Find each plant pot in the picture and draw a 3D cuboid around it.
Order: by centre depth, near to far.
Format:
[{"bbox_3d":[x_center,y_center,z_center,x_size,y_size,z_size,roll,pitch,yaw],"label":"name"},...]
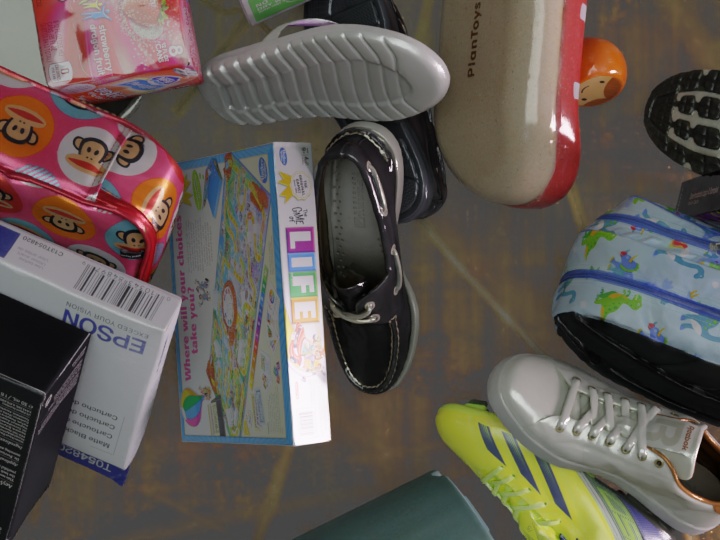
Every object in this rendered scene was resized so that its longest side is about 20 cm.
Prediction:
[{"bbox_3d":[0.007,0.247,1.069,0.195,0.200,0.201,-30,89,-8],"label":"plant pot"}]

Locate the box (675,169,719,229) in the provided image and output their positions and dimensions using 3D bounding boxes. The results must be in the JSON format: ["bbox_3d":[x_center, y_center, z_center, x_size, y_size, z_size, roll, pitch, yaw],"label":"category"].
[{"bbox_3d":[0.298,-0.030,1.064,0.142,0.200,0.036,17,91,1],"label":"box"}]

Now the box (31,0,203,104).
[{"bbox_3d":[-0.174,-0.221,1.081,0.099,0.095,0.202,-11,88,1],"label":"box"}]

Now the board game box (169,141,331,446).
[{"bbox_3d":[-0.081,0.019,1.100,0.034,0.134,0.202,-3,89,-40],"label":"board game box"}]

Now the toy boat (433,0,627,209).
[{"bbox_3d":[0.132,-0.143,1.119,0.130,0.130,0.202,6,88,-29],"label":"toy boat"}]

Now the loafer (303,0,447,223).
[{"bbox_3d":[0.013,-0.131,1.144,0.071,0.063,0.202,-20,84,30],"label":"loafer"}]

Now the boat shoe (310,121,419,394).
[{"bbox_3d":[0.000,0.000,1.100,0.073,0.060,0.202,8,114,18],"label":"boat shoe"}]

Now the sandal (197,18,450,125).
[{"bbox_3d":[-0.028,-0.145,1.099,0.201,0.083,0.050,0,51,31],"label":"sandal"}]

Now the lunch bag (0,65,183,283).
[{"bbox_3d":[-0.224,-0.053,1.078,0.199,0.176,0.082,24,63,-2],"label":"lunch bag"}]

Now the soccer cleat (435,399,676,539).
[{"bbox_3d":[0.132,0.166,1.122,0.199,0.065,0.084,34,75,-2],"label":"soccer cleat"}]

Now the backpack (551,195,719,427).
[{"bbox_3d":[0.231,0.036,1.094,0.198,0.163,0.155,8,80,7],"label":"backpack"}]

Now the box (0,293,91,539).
[{"bbox_3d":[-0.291,0.071,1.023,0.199,0.079,0.142,24,122,3],"label":"box"}]

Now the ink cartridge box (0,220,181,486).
[{"bbox_3d":[-0.235,0.060,1.079,0.198,0.041,0.201,22,131,1],"label":"ink cartridge box"}]

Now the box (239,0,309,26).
[{"bbox_3d":[-0.025,-0.298,1.096,0.199,0.097,0.177,-24,70,-1],"label":"box"}]

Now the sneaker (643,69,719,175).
[{"bbox_3d":[0.299,-0.086,1.128,0.199,0.089,0.077,18,88,23],"label":"sneaker"}]

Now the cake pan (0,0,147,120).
[{"bbox_3d":[-0.236,-0.178,1.147,0.198,0.037,0.202,0,88,0],"label":"cake pan"}]

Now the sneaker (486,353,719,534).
[{"bbox_3d":[0.185,0.107,1.081,0.199,0.085,0.073,29,60,-11],"label":"sneaker"}]
